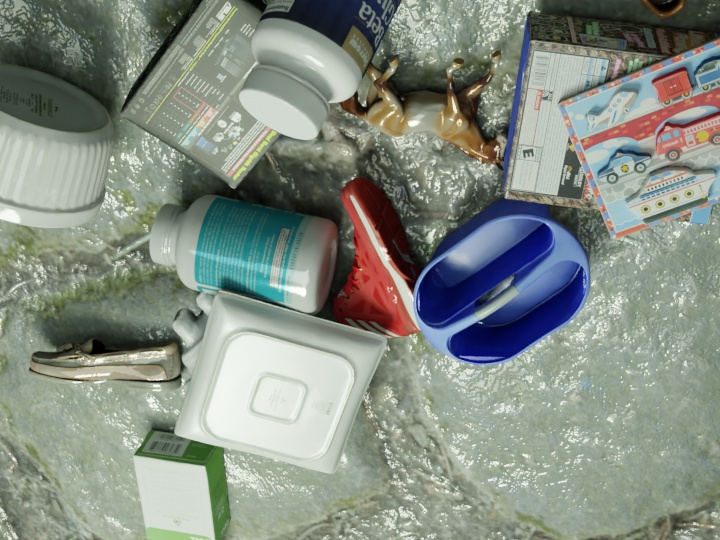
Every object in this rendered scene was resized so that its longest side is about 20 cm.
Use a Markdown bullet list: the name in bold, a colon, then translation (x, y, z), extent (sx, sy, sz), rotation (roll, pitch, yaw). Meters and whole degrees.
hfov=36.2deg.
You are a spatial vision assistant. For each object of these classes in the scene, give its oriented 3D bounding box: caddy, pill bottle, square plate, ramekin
- **caddy**: translation (0.150, 0.014, 1.172), extent (0.200, 0.105, 0.141), rotation (-37, 102, 26)
- **pill bottle**: translation (-0.131, -0.022, 1.238), extent (0.199, 0.111, 0.111), rotation (13, 121, 9)
- **pill bottle**: translation (-0.034, -0.229, 1.033), extent (0.111, 0.201, 0.111), rotation (24, 166, 6)
- **square plate**: translation (-0.092, 0.135, 1.236), extent (0.197, 0.028, 0.201), rotation (16, 117, -9)
- **ramekin**: translation (-0.362, -0.142, 1.194), extent (0.199, 0.200, 0.105), rotation (26, 114, 1)

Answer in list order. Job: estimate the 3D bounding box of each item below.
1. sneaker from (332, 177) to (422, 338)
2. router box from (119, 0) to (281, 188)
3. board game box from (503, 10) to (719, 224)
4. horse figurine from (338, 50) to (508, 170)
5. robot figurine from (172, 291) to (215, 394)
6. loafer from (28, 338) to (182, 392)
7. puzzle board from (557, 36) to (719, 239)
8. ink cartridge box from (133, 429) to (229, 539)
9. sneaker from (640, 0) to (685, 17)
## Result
- **sneaker**: translation (0.000, 0.000, 1.232), extent (0.115, 0.078, 0.201), rotation (-19, 110, 23)
- **router box**: translation (-0.134, -0.201, 1.148), extent (0.150, 0.062, 0.200), rotation (33, 124, -20)
- **board game box**: translation (0.246, -0.147, 1.050), extent (0.199, 0.097, 0.160), rotation (8, 120, 3)
- **horse figurine**: translation (0.060, -0.173, 1.123), extent (0.199, 0.050, 0.133), rotation (6, 143, 2)
- **robot figurine**: translation (-0.130, 0.105, 1.307), extent (0.170, 0.113, 0.200), rotation (-45, 100, 6)
- **loafer**: translation (-0.323, 0.111, 1.402), extent (0.199, 0.072, 0.063), rotation (6, 103, 6)
- **puzzle board**: translation (0.297, -0.122, 0.992), extent (0.199, 0.017, 0.151), rotation (-20, 115, 19)
- **ink cartridge box**: translation (-0.237, 0.317, 1.488), extent (0.103, 0.059, 0.201), rotation (6, 120, 14)
- **sneaker**: translation (0.249, -0.316, 0.964), extent (0.073, 0.085, 0.200), rotation (-21, 118, 20)
